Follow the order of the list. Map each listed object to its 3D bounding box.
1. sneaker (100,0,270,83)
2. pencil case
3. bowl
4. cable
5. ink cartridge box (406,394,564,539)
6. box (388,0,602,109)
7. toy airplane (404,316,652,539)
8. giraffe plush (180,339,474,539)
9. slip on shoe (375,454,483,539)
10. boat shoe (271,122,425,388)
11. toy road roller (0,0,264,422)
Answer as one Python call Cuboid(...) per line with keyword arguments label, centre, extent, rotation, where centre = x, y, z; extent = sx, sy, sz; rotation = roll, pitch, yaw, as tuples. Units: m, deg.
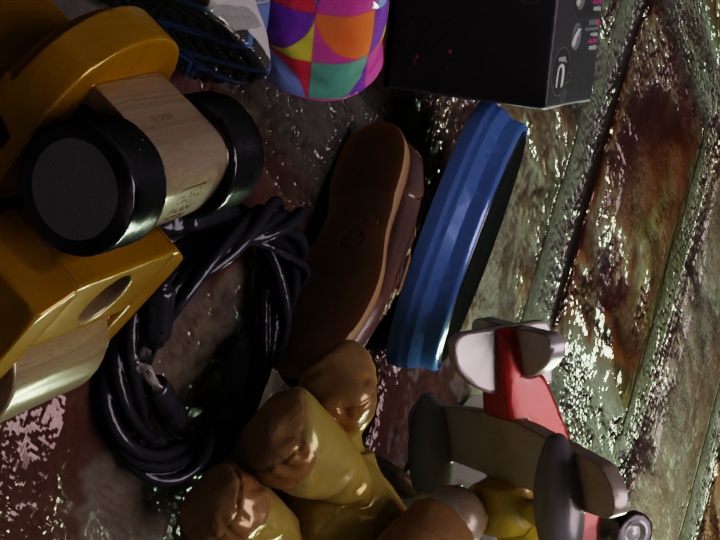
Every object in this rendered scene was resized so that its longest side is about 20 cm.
Cuboid(label="sneaker", centre=(-0.096, -0.170, 0.966), extent=(0.200, 0.075, 0.078), rotation=(58, 37, -66))
Cuboid(label="pencil case", centre=(-0.020, -0.191, 1.056), extent=(0.201, 0.088, 0.089), rotation=(95, 20, -47))
Cuboid(label="bowl", centre=(0.071, -0.021, 1.343), extent=(0.201, 0.039, 0.202), rotation=(21, 90, -83))
Cuboid(label="cable", centre=(-0.080, 0.038, 1.094), extent=(0.200, 0.051, 0.164), rotation=(-18, 115, -64))
Cuboid(label="ink cartridge box", centre=(0.103, 0.224, 1.531), extent=(0.145, 0.084, 0.201), rotation=(-41, 135, -54))
Cuboid(label="box", centre=(0.101, -0.220, 1.306), extent=(0.106, 0.122, 0.201), rotation=(-19, 116, -64))
Cuboid(label="toy airplane", centre=(0.096, 0.131, 1.255), extent=(0.141, 0.199, 0.200), rotation=(-30, 154, -21))
Cuboid(label="giraffe plush", centre=(0.002, 0.166, 1.139), extent=(0.173, 0.162, 0.200), rotation=(-48, 162, -9))
Cuboid(label="slip on shoe", centre=(0.052, 0.200, 1.391), extent=(0.200, 0.076, 0.061), rotation=(34, 39, -39))
Cuboid(label="boat shoe", centre=(0.000, 0.000, 1.231), extent=(0.201, 0.070, 0.070), rotation=(-66, 148, -29))
Cuboid(label="toy road roller", centre=(-0.154, -0.039, 0.853), extent=(0.200, 0.146, 0.123), rotation=(-49, 169, 26))
